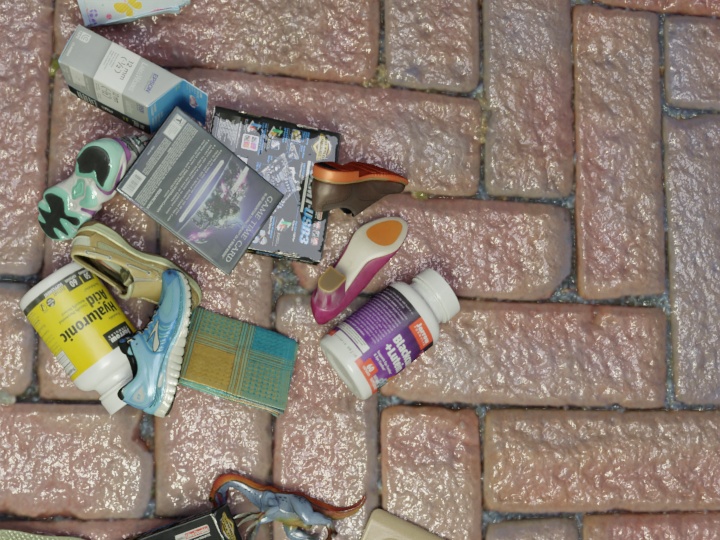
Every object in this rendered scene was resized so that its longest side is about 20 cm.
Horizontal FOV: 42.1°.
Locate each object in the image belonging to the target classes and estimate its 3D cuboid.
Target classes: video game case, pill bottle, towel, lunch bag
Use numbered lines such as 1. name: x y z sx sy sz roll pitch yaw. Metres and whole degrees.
1. video game case: -0.222 -0.110 1.313 0.199 0.019 0.144 39 79 -23
2. pill bottle: 0.047 0.088 1.386 0.199 0.111 0.112 -38 91 -13
3. towel: -0.191 0.124 1.342 0.198 0.022 0.148 18 40 -7
4. pill bottle: -0.372 0.095 1.302 0.111 0.111 0.201 -36 92 -13
5. lunch bag: -0.348 -0.469 1.370 0.167 0.127 0.203 -13 93 -10

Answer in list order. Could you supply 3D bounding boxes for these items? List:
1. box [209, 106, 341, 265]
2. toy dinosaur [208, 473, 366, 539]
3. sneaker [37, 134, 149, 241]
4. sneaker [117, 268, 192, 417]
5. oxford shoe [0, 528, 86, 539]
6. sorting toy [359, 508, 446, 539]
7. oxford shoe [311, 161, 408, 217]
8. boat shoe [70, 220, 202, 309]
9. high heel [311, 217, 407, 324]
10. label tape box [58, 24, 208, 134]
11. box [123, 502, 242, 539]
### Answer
1. box: -0.140 -0.125 1.399 0.196 0.050 0.203 10 83 -12
2. toy dinosaur: -0.123 0.347 1.360 0.181 0.105 0.200 43 38 10
3. sneaker: -0.367 -0.122 1.343 0.078 0.199 0.140 53 32 -1
4. sneaker: -0.276 0.088 1.248 0.089 0.078 0.203 12 66 -12
5. oxford shoe: -0.424 0.404 1.286 0.198 0.058 0.076 21 48 -21
6. sorting toy: 0.060 0.480 1.384 0.183 0.036 0.202 26 75 -7
7. oxford shoe: -0.004 -0.120 1.398 0.199 0.071 0.074 -4 112 -47
8. boat shoe: -0.316 0.014 1.309 0.199 0.072 0.077 30 37 -20
9. high heel: 0.000 0.000 1.424 0.067 0.096 0.200 33 56 14
10. label tape box: -0.320 -0.253 1.337 0.198 0.143 0.067 29 78 -6
11. box: -0.229 0.441 1.271 0.198 0.050 0.201 -23 90 21
